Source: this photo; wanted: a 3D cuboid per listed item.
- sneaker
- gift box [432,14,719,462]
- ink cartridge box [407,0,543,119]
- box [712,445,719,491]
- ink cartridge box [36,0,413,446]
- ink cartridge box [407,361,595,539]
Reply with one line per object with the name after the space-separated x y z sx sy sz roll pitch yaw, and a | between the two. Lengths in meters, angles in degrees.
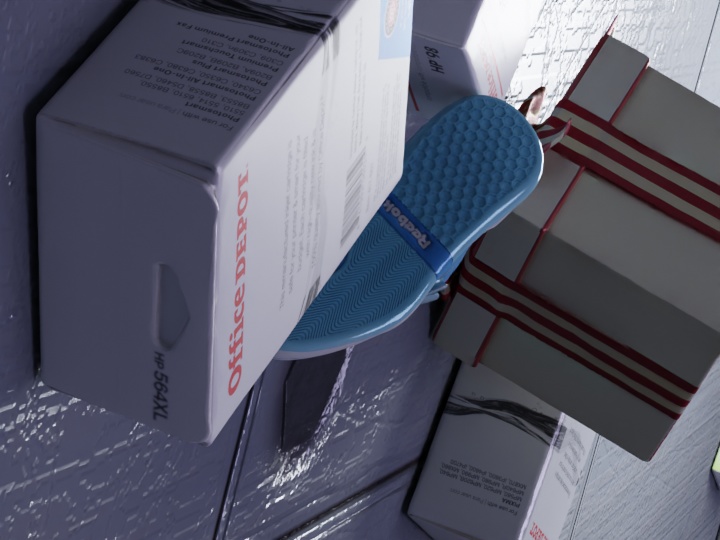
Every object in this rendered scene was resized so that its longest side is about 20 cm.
0.000 0.000 1.317 0.199 0.080 0.131 -33 172 -29 | sneaker
0.162 -0.030 1.607 0.185 0.186 0.201 -56 172 -40 | gift box
0.052 -0.151 1.341 0.116 0.066 0.201 64 46 -68 | ink cartridge box
0.478 0.169 3.135 0.144 0.036 0.201 55 53 -70 | box
-0.053 -0.050 1.069 0.200 0.084 0.147 -54 156 -46 | ink cartridge box
0.112 0.101 1.771 0.144 0.083 0.201 53 56 -71 | ink cartridge box
